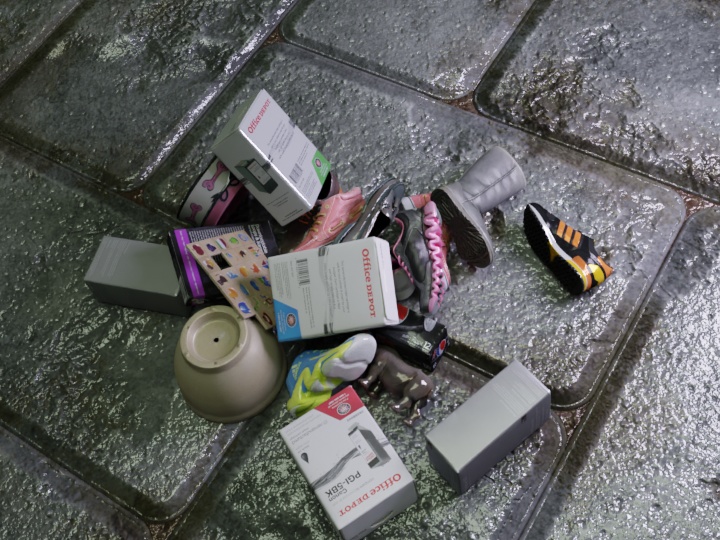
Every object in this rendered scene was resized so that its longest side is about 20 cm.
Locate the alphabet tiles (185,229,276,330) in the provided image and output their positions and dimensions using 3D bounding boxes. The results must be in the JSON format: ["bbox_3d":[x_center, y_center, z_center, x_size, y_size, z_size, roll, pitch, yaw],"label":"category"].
[{"bbox_3d":[-0.196,0.016,1.683,0.200,0.167,0.008,50,120,12],"label":"alphabet tiles"}]

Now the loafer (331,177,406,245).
[{"bbox_3d":[0.029,-0.082,1.712,0.063,0.072,0.200,22,63,37],"label":"loafer"}]

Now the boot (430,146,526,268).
[{"bbox_3d":[0.237,-0.120,1.758,0.199,0.072,0.183,-30,90,-42],"label":"boot"}]

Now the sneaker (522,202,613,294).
[{"bbox_3d":[0.369,-0.047,1.708,0.089,0.070,0.201,-18,56,-19],"label":"sneaker"}]

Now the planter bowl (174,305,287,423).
[{"bbox_3d":[-0.237,0.143,1.651,0.198,0.135,0.202,-5,57,8],"label":"planter bowl"}]

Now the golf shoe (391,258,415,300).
[{"bbox_3d":[0.000,0.000,1.724,0.197,0.092,0.076,3,60,14],"label":"golf shoe"}]

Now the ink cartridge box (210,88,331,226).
[{"bbox_3d":[-0.160,-0.208,1.749,0.084,0.200,0.147,-27,27,34],"label":"ink cartridge box"}]

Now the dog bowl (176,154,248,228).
[{"bbox_3d":[-0.261,-0.157,1.817,0.073,0.200,0.201,36,68,-2],"label":"dog bowl"}]

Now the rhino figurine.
[{"bbox_3d":[0.039,0.173,1.628,0.199,0.060,0.088,36,74,29],"label":"rhino figurine"}]

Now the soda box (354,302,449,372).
[{"bbox_3d":[0.054,0.097,1.665,0.198,0.071,0.064,25,66,23],"label":"soda box"}]

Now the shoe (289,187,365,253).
[{"bbox_3d":[-0.069,-0.078,1.758,0.199,0.071,0.092,-27,95,-19],"label":"shoe"}]

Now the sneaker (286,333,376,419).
[{"bbox_3d":[-0.062,0.155,1.617,0.200,0.076,0.105,-44,44,15],"label":"sneaker"}]

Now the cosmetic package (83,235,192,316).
[{"bbox_3d":[-0.403,0.010,1.795,0.198,0.091,0.108,12,60,14],"label":"cosmetic package"}]

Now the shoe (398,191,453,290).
[{"bbox_3d":[0.144,-0.059,1.745,0.090,0.072,0.202,-17,62,-10],"label":"shoe"}]

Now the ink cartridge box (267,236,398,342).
[{"bbox_3d":[-0.045,0.035,1.617,0.198,0.084,0.148,-10,83,18],"label":"ink cartridge box"}]

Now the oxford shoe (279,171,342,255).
[{"bbox_3d":[-0.102,-0.103,1.816,0.070,0.073,0.201,17,63,20],"label":"oxford shoe"}]

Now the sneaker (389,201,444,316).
[{"bbox_3d":[0.096,-0.018,1.653,0.094,0.079,0.203,-4,73,9],"label":"sneaker"}]

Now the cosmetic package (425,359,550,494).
[{"bbox_3d":[0.202,0.248,1.515,0.200,0.107,0.090,-41,61,-13],"label":"cosmetic package"}]

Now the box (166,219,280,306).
[{"bbox_3d":[-0.242,-0.016,1.753,0.198,0.036,0.144,-8,62,-25],"label":"box"}]

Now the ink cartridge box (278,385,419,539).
[{"bbox_3d":[-0.019,0.312,1.537,0.146,0.083,0.200,-31,58,-11],"label":"ink cartridge box"}]
